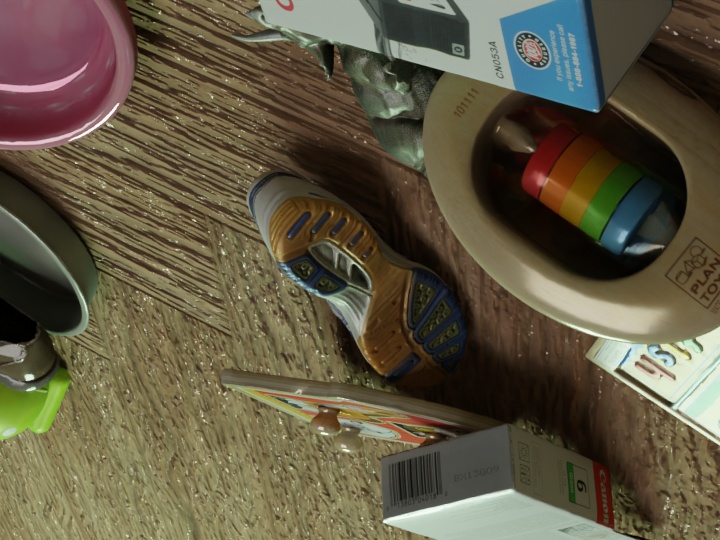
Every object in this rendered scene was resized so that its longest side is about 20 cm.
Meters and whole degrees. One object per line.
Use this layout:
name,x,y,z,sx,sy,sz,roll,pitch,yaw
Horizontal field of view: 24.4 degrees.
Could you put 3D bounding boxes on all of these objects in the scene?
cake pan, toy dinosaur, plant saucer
cake pan,-0.308,-0.024,1.451,0.200,0.037,0.200,28,151,17
toy dinosaur,0.029,-0.100,0.937,0.200,0.077,0.102,46,163,-28
plant saucer,-0.241,-0.165,1.085,0.200,0.051,0.201,6,138,5

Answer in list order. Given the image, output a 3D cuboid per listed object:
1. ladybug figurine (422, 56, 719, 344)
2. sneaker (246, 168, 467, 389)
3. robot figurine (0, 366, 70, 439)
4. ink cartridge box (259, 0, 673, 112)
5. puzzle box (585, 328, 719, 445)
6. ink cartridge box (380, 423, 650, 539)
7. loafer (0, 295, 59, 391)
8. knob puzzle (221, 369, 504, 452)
ladybug figurine,0.124,-0.040,0.855,0.200,0.136,0.072,41,-169,17
sneaker,0.000,0.000,1.121,0.200,0.075,0.088,49,180,-37
robot figurine,-0.378,0.108,1.635,0.175,0.116,0.200,12,172,-30
ink cartridge box,0.035,-0.173,0.784,0.200,0.084,0.145,19,148,30
puzzle box,0.218,0.038,0.957,0.133,0.025,0.200,33,152,6
ink cartridge box,0.116,0.164,1.181,0.109,0.050,0.200,-19,152,33
loafer,-0.352,0.029,1.482,0.200,0.073,0.071,27,141,8
knob puzzle,0.025,0.116,1.201,0.219,0.031,0.220,12,168,3
